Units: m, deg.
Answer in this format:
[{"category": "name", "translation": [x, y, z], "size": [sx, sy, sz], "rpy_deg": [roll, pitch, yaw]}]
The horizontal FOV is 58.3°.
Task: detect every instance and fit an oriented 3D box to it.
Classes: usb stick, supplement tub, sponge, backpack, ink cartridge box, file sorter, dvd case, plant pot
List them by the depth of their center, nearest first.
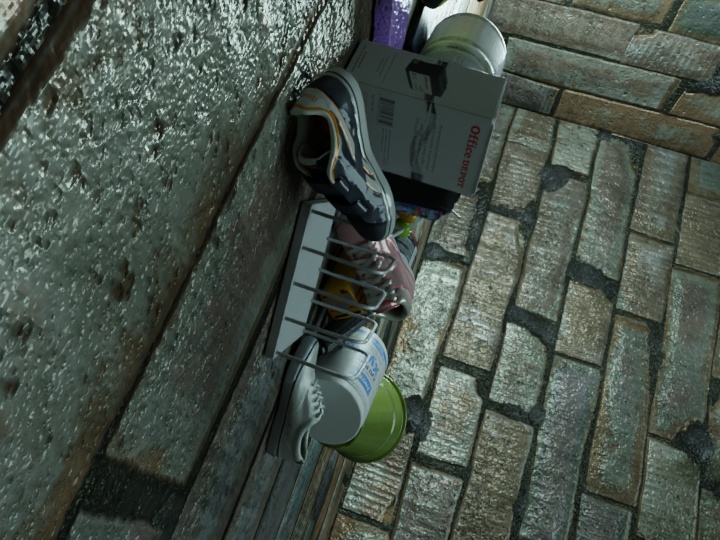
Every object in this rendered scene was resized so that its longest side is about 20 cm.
[{"category": "ink cartridge box", "translation": [0.077, -0.198, 0.852], "size": [0.146, 0.196, 0.085], "rpy_deg": [94, 17, -57]}, {"category": "file sorter", "translation": [-0.028, 0.021, 0.858], "size": [0.139, 0.122, 0.204], "rpy_deg": [-37, 143, -77]}, {"category": "sponge", "translation": [0.046, -0.375, 0.881], "size": [0.202, 0.029, 0.113], "rpy_deg": [96, 13, -53]}, {"category": "backpack", "translation": [0.089, -0.208, 1.042], "size": [0.135, 0.179, 0.204], "rpy_deg": [109, -9, -64]}, {"category": "usb stick", "translation": [-0.013, 0.083, 1.107], "size": [0.199, 0.055, 0.033], "rpy_deg": [-35, 114, -39]}, {"category": "supplement tub", "translation": [-0.031, 0.197, 1.153], "size": [0.200, 0.129, 0.134], "rpy_deg": [-58, 163, -63]}, {"category": "dvd case", "translation": [0.120, -0.474, 1.206], "size": [0.143, 0.017, 0.204], "rpy_deg": [68, 40, -76]}, {"category": "plant pot", "translation": [-0.019, 0.299, 1.332], "size": [0.190, 0.196, 0.204], "rpy_deg": [34, 74, -69]}, {"category": "supplement tub", "translation": [0.054, -0.006, 1.402], "size": [0.201, 0.105, 0.108], "rpy_deg": [-62, 167, -48]}]

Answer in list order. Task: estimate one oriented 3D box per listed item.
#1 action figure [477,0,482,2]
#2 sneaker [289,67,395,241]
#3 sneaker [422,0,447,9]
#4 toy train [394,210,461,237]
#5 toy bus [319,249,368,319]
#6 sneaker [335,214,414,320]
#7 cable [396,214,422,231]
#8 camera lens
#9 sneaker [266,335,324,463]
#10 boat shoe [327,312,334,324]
[{"category": "action figure", "translation": [0.108, -0.458, 0.845], "size": [0.103, 0.203, 0.194], "rpy_deg": [-24, 174, -14]}, {"category": "sneaker", "translation": [-0.024, -0.106, 0.698], "size": [0.079, 0.078, 0.203], "rpy_deg": [-42, 127, -32]}, {"category": "sneaker", "translation": [0.148, -0.528, 1.085], "size": [0.090, 0.077, 0.204], "rpy_deg": [54, 53, -82]}, {"category": "toy train", "translation": [0.093, -0.109, 1.197], "size": [0.084, 0.200, 0.117], "rpy_deg": [-17, 141, -41]}, {"category": "toy bus", "translation": [0.000, 0.000, 1.122], "size": [0.079, 0.064, 0.201], "rpy_deg": [58, 35, -26]}, {"category": "sneaker", "translation": [0.027, 0.002, 1.028], "size": [0.201, 0.074, 0.106], "rpy_deg": [50, 33, -36]}, {"category": "cable", "translation": [0.100, -0.178, 1.351], "size": [0.201, 0.068, 0.203], "rpy_deg": [112, -13, -57]}, {"category": "camera lens", "translation": [0.182, -0.372, 1.212], "size": [0.162, 0.157, 0.202], "rpy_deg": [98, 13, -47]}, {"category": "sneaker", "translation": [-0.087, 0.202, 1.003], "size": [0.073, 0.069, 0.204], "rpy_deg": [-38, 144, -75]}, {"category": "boat shoe", "translation": [-0.013, 0.057, 1.218], "size": [0.073, 0.071, 0.202], "rpy_deg": [96, 8, -50]}]
